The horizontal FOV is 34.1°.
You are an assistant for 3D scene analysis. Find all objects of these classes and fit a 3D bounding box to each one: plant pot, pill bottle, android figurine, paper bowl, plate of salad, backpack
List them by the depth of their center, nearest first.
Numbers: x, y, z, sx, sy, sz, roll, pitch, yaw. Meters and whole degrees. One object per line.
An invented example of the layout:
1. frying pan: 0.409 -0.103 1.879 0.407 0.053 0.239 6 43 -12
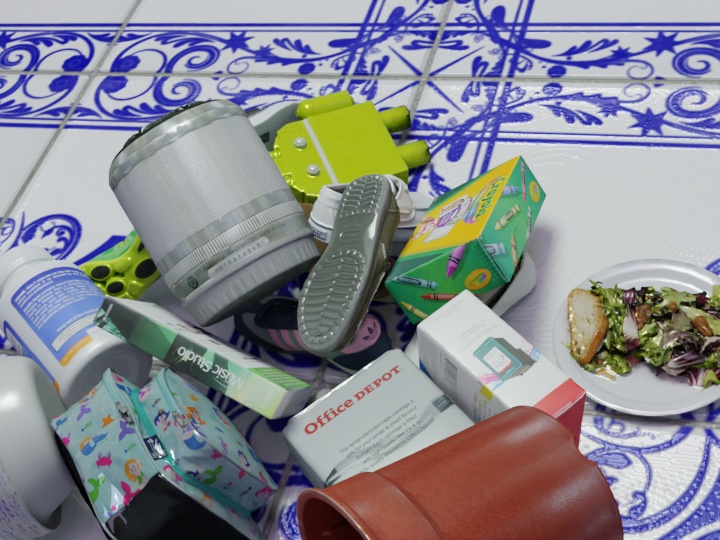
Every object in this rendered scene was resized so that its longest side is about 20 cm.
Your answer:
1. plant pot: 0.084 0.213 0.918 0.195 0.201 0.201 -27 46 -23
2. backpack: -0.189 0.181 1.098 0.151 0.178 0.200 -48 49 -6
3. paper bowl: -0.344 0.165 1.146 0.104 0.201 0.201 -23 47 -5
4. plate of salad: 0.292 0.057 1.175 0.200 0.048 0.200 -8 46 8
5. pill bottle: -0.325 0.059 1.285 0.112 0.112 0.200 -36 57 -18
6. android figurine: -0.022 -0.141 1.422 0.200 0.041 0.182 -15 57 -13

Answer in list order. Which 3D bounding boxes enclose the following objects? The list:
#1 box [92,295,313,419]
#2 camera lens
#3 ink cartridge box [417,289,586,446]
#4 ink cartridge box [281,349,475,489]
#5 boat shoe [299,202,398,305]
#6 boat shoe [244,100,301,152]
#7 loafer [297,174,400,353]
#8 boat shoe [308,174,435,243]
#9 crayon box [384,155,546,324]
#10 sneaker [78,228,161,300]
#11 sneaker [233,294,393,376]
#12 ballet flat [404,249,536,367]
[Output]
1. box: -0.152 0.087 1.168 0.200 0.144 0.036 25 89 10
2. camera lens: -0.152 -0.063 1.213 0.160 0.160 0.200 -30 85 -12
3. ink cartridge box: 0.142 0.126 1.097 0.067 0.116 0.200 -34 56 -21
4. ink cartridge box: 0.042 0.189 1.098 0.147 0.083 0.200 -33 50 -14
5. boat shoe: -0.021 -0.013 1.325 0.200 0.063 0.073 37 92 40
6. boat shoe: -0.137 -0.169 1.448 0.066 0.070 0.200 19 33 27
7. loafer: 0.000 0.000 1.183 0.075 0.070 0.200 3 61 38
8. boat shoe: 0.027 -0.072 1.293 0.074 0.065 0.200 31 27 31
9. crayon box: 0.113 -0.035 1.228 0.119 0.058 0.200 -26 17 31
10. sneaker: -0.253 -0.012 1.354 0.200 0.074 0.084 -32 8 23
11. sneaker: -0.057 0.051 1.252 0.200 0.082 0.070 14 57 27
12. ballet flat: 0.109 0.041 1.228 0.069 0.069 0.200 31 63 35
